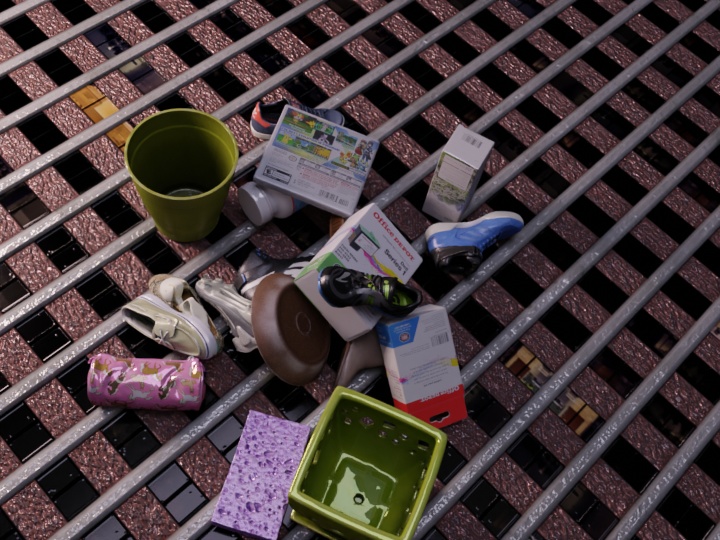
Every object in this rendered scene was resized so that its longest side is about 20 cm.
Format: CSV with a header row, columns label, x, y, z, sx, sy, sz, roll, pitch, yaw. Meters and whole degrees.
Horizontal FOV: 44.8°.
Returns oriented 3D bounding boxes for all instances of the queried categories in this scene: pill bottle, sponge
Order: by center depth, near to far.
label,x,y,z,sx,sy,sz,roll,pitch,yaw
sponge,-0.161,0.336,1.442,0.110,0.030,0.202,17,59,1
pill bottle,-0.136,-0.171,1.703,0.199,0.109,0.109,-34,69,-25

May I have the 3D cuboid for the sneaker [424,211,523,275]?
label,x,y,z,sx,sy,sz,roll,pitch,yaw
sneaker,0.232,-0.046,1.702,0.197,0.077,0.112,-8,55,-8

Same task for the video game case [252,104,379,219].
label,x,y,z,sx,sy,sz,roll,pitch,yaw
video game case,-0.081,-0.207,1.659,0.198,0.022,0.184,21,62,-2

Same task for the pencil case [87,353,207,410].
label,x,y,z,sx,sy,sz,roll,pitch,yaw
pencil case,-0.360,0.187,1.470,0.197,0.083,0.087,3,51,-6

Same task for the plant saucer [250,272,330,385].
label,x,y,z,sx,sy,sz,roll,pitch,yaw
plant saucer,-0.110,0.097,1.514,0.200,0.036,0.203,31,49,-44

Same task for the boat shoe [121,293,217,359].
label,x,y,z,sx,sy,sz,roll,pitch,yaw
boat shoe,-0.332,0.105,1.509,0.199,0.073,0.062,24,34,30

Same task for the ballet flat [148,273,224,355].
label,x,y,z,sx,sy,sz,roll,pitch,yaw
ballet flat,-0.308,0.064,1.555,0.067,0.076,0.200,-32,68,-26

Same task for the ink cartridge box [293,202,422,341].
label,x,y,z,sx,sy,sz,roll,pitch,yaw
ink cartridge box,0.000,0.000,1.539,0.145,0.084,0.200,48,50,-10

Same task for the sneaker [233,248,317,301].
label,x,y,z,sx,sy,sz,roll,pitch,yaw
sneaker,-0.144,-0.011,1.627,0.199,0.073,0.112,-30,68,-23

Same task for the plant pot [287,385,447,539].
label,x,y,z,sx,sy,sz,roll,pitch,yaw
plant pot,0.004,0.335,1.379,0.197,0.182,0.201,24,58,5

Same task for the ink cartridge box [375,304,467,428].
label,x,y,z,sx,sy,sz,roll,pitch,yaw
ink cartridge box,0.108,0.173,1.526,0.115,0.067,0.203,-16,99,-19

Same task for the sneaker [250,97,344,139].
label,x,y,z,sx,sy,sz,roll,pitch,yaw
sneaker,-0.127,-0.318,1.807,0.197,0.085,0.076,-7,60,-13

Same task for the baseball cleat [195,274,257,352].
label,x,y,z,sx,sy,sz,roll,pitch,yaw
baseball cleat,-0.230,0.084,1.560,0.199,0.108,0.069,25,24,39

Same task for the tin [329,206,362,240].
label,x,y,z,sx,sy,sz,roll,pitch,yaw
tin,-0.008,-0.032,1.647,0.112,0.042,0.202,32,46,-43

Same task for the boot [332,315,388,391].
label,x,y,z,sx,sy,sz,roll,pitch,yaw
boot,0.043,0.146,1.570,0.145,0.070,0.202,21,66,-6

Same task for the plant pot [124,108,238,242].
label,x,y,z,sx,sy,sz,roll,pitch,yaw
plant pot,-0.325,-0.158,1.616,0.198,0.194,0.203,4,59,-6

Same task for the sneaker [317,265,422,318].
label,x,y,z,sx,sy,sz,roll,pitch,yaw
sneaker,0.017,0.029,1.430,0.198,0.082,0.072,14,65,-31

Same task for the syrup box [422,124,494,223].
label,x,y,z,sx,sy,sz,roll,pitch,yaw
syrup box,0.188,-0.180,1.704,0.078,0.201,0.082,28,60,9
